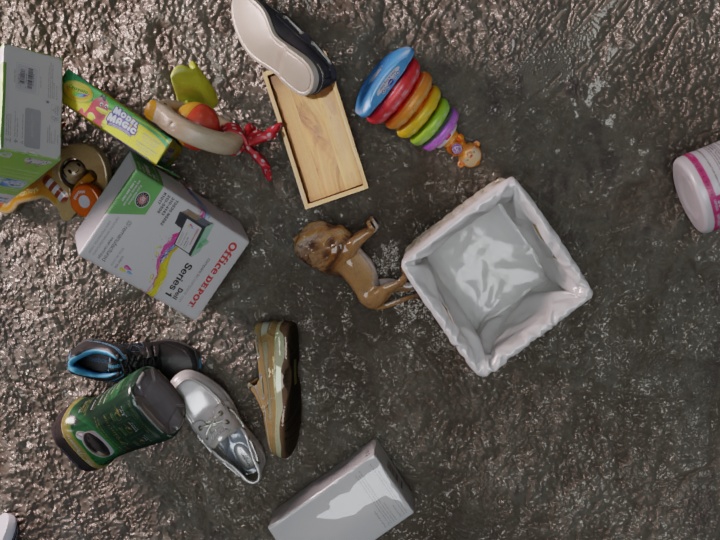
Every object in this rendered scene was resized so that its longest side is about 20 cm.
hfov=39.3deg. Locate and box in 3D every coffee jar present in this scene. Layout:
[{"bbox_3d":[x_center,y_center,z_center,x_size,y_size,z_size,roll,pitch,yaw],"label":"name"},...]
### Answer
[{"bbox_3d":[-0.354,0.219,1.463,0.198,0.086,0.105,-25,114,30],"label":"coffee jar"}]

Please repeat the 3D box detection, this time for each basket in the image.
[{"bbox_3d":[0.183,0.002,1.412,0.199,0.161,0.200,-36,95,5],"label":"basket"}]

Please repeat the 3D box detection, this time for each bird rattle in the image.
[{"bbox_3d":[-0.211,-0.191,1.397,0.199,0.162,0.114,40,113,16],"label":"bird rattle"}]

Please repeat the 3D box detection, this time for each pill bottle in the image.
[{"bbox_3d":[0.548,-0.140,1.404,0.197,0.113,0.115,-23,97,5],"label":"pill bottle"}]

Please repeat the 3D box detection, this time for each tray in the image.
[{"bbox_3d":[-0.064,-0.202,1.455,0.097,0.037,0.204,-17,96,4],"label":"tray"}]

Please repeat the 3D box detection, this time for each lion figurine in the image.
[{"bbox_3d":[0.000,0.000,1.464,0.122,0.073,0.201,-36,99,13],"label":"lion figurine"}]

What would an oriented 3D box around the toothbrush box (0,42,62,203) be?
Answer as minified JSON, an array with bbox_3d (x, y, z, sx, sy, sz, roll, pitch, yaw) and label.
[{"bbox_3d":[-0.480,-0.193,1.367,0.085,0.199,0.149,8,72,-36],"label":"toothbrush box"}]

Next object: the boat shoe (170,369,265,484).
[{"bbox_3d":[-0.205,0.232,1.485,0.071,0.069,0.201,-39,106,1],"label":"boat shoe"}]

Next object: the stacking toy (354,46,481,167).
[{"bbox_3d":[0.095,-0.212,1.426,0.199,0.110,0.117,38,95,-15],"label":"stacking toy"}]

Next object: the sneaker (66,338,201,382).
[{"bbox_3d":[-0.335,0.142,1.488,0.195,0.082,0.075,1,95,0],"label":"sneaker"}]

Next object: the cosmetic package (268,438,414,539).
[{"bbox_3d":[-0.028,0.361,1.510,0.198,0.081,0.114,-34,95,7],"label":"cosmetic package"}]

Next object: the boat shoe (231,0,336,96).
[{"bbox_3d":[-0.109,-0.320,1.416,0.200,0.062,0.073,48,134,22],"label":"boat shoe"}]

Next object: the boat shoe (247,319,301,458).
[{"bbox_3d":[-0.131,0.175,1.501,0.075,0.072,0.205,1,91,16],"label":"boat shoe"}]

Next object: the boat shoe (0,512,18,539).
[{"bbox_3d":[-0.558,0.475,1.552,0.067,0.071,0.204,22,84,-35],"label":"boat shoe"}]

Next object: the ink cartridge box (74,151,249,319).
[{"bbox_3d":[-0.277,-0.046,1.420,0.199,0.084,0.146,33,99,-30],"label":"ink cartridge box"}]

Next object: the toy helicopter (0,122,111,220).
[{"bbox_3d":[-0.453,-0.134,1.461,0.196,0.079,0.135,-14,104,16],"label":"toy helicopter"}]

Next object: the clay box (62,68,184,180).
[{"bbox_3d":[-0.328,-0.201,1.422,0.198,0.115,0.048,33,89,-4],"label":"clay box"}]
